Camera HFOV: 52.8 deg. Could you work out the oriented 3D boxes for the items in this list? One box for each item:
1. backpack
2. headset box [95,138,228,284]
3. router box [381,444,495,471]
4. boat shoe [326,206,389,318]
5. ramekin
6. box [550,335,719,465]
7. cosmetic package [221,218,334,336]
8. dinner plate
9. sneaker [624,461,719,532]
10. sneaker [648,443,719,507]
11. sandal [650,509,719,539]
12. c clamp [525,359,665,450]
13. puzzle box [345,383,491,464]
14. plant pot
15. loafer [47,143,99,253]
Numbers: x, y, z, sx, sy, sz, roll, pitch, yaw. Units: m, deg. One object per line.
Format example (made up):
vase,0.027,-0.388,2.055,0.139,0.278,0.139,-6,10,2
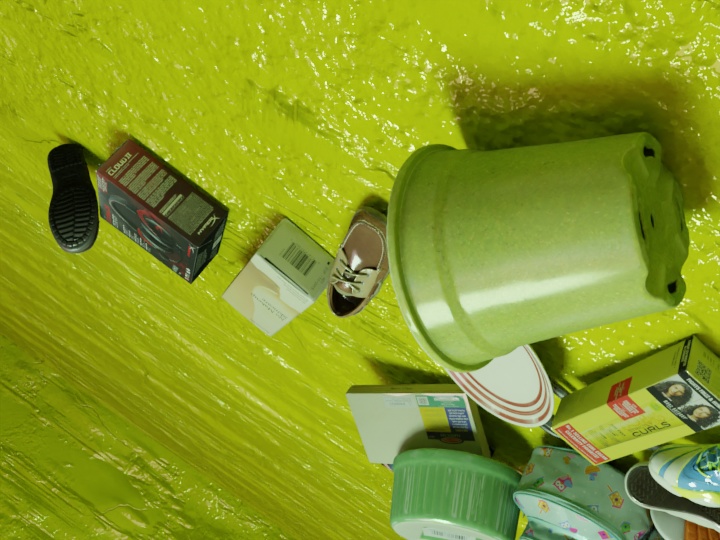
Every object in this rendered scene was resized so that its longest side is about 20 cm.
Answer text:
backpack,0.296,0.332,0.962,0.175,0.153,0.201,6,135,51
headset box,-0.302,-0.089,1.071,0.200,0.075,0.149,37,152,-1
router box,0.123,0.309,1.200,0.149,0.062,0.200,29,150,11
boat shoe,0.000,0.000,0.876,0.075,0.072,0.200,30,150,11
ramekin,0.136,0.341,1.050,0.198,0.098,0.201,10,149,6
box,0.293,0.142,0.759,0.075,0.050,0.200,40,143,-5
cosmetic package,-0.118,0.016,1.028,0.105,0.071,0.200,39,151,-6
dinner plate,0.155,0.104,0.877,0.200,0.024,0.201,40,151,27
sneaker,0.412,0.264,0.841,0.199,0.073,0.085,16,176,22
sneaker,0.394,0.188,0.739,0.199,0.076,0.106,1,124,36
sandal,0.449,0.342,0.881,0.206,0.079,0.059,24,146,18
c clamp,0.248,0.163,0.899,0.199,0.027,0.171,37,156,-3
puzzle box,0.085,0.230,1.075,0.199,0.025,0.134,-5,114,30
plant pot,0.152,-0.025,0.584,0.183,0.201,0.201,-10,128,38
loafer,-0.435,-0.104,1.120,0.072,0.201,0.071,-11,149,-7
